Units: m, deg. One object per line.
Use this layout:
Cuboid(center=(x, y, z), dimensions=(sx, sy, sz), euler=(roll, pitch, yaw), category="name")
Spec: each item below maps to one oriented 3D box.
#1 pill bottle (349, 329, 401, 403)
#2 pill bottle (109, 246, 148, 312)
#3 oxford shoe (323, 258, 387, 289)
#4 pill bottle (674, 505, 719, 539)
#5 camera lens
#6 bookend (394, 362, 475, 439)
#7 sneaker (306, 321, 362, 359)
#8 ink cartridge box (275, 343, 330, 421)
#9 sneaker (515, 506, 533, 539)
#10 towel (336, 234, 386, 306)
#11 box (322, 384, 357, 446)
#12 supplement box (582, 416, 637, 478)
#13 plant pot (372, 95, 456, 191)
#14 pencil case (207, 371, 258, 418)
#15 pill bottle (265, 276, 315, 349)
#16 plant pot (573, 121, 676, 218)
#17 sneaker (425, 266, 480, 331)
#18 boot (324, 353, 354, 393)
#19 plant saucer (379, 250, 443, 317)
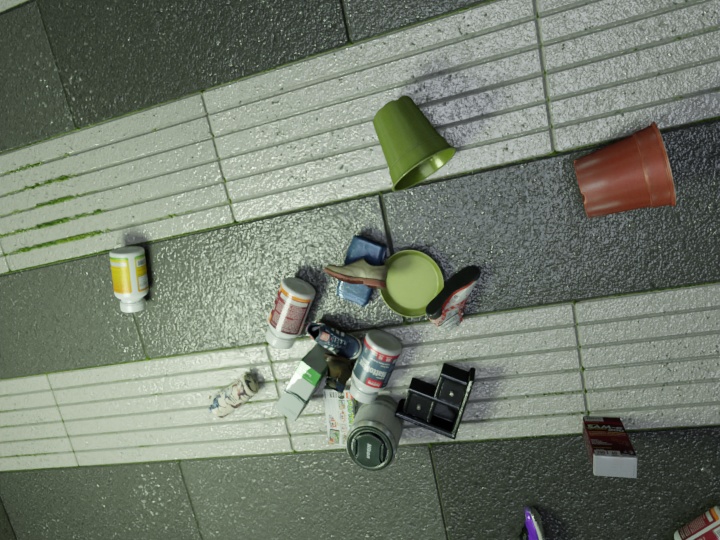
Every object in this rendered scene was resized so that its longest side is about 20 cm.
Cuboid(center=(0.040, 0.299, 1.606), dimensions=(0.117, 0.120, 0.205), euler=(23, 110, 8), category="pill bottle")
Cuboid(center=(-0.775, 0.030, 1.759), dimensions=(0.108, 0.111, 0.207), euler=(4, 106, 14), category="pill bottle")
Cuboid(center=(-0.012, 0.001, 1.529), dimensions=(0.194, 0.070, 0.077), euler=(12, 82, 14), category="oxford shoe")
Cuboid(center=(0.974, 0.771, 1.481), dimensions=(0.113, 0.113, 0.200), euler=(43, 111, 0), category="pill bottle")
Cuboid(center=(0.048, 0.499, 1.613), dimensions=(0.155, 0.200, 0.165), euler=(4, 106, 14), category="camera lens")
Cuboid(center=(0.227, 0.371, 1.588), dimensions=(0.194, 0.092, 0.206), euler=(19, 108, 10), category="bookend")
Cuboid(center=(-0.087, 0.212, 1.597), dimensions=(0.196, 0.084, 0.077), euler=(16, 80, 33), category="sneaker")
Cuboid(center=(-0.175, 0.356, 1.665), dimensions=(0.082, 0.147, 0.203), euler=(32, 109, 6), category="ink cartridge box")
Cuboid(center=(0.531, 0.843, 1.644), dimensions=(0.097, 0.070, 0.206), euler=(-15, 100, 21), category="sneaker")
Cuboid(center=(0.000, 0.000, 1.575), dimensions=(0.109, 0.049, 0.205), euler=(21, 110, 8), category="towel")
Cuboid(center=(-0.061, 0.480, 1.726), dimensions=(0.107, 0.035, 0.207), euler=(0, 104, 15), category="box")
Cuboid(center=(0.680, 0.480, 1.436), dimensions=(0.105, 0.200, 0.063), euler=(-2, 103, 15), category="supplement box")
Cuboid(center=(0.125, -0.347, 1.392), dimensions=(0.197, 0.199, 0.194), euler=(-32, 82, 20), category="plant pot")
Cuboid(center=(-0.434, 0.426, 1.790), dimensions=(0.198, 0.078, 0.090), euler=(-37, 108, 21), category="pencil case")
Cuboid(center=(-0.223, 0.135, 1.636), dimensions=(0.112, 0.114, 0.204), euler=(25, 109, 7), category="pill bottle")
Cuboid(center=(0.636, -0.228, 1.276), dimensions=(0.191, 0.200, 0.206), euler=(-15, 101, 26), category="plant pot")
Cuboid(center=(0.282, 0.087, 1.518), dimensions=(0.201, 0.067, 0.108), euler=(-44, 129, -4), category="sneaker")
Cuboid(center=(-0.071, 0.314, 1.587), dimensions=(0.073, 0.200, 0.100), euler=(12, 75, 23), category="boot")
Cuboid(center=(0.151, 0.037, 1.553), dimensions=(0.194, 0.031, 0.207), euler=(4, 105, 14), category="plant saucer")
